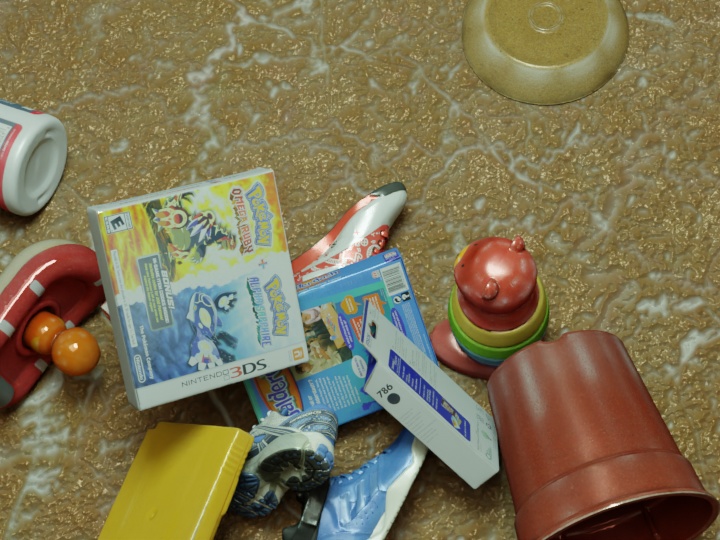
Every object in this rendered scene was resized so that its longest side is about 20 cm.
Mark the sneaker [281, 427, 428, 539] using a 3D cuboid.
[{"bbox_3d":[-0.008,0.217,1.401,0.111,0.077,0.200,27,78,5],"label":"sneaker"}]

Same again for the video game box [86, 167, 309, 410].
[{"bbox_3d":[-0.154,0.017,1.333,0.182,0.047,0.201,-16,104,-24],"label":"video game box"}]

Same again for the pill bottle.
[{"bbox_3d":[-0.451,-0.148,1.572,0.199,0.120,0.120,20,70,13],"label":"pill bottle"}]

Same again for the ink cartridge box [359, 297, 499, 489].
[{"bbox_3d":[0.059,0.123,1.376,0.039,0.100,0.200,-40,105,20],"label":"ink cartridge box"}]

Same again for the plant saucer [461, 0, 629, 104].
[{"bbox_3d":[0.218,-0.291,1.620,0.199,0.035,0.201,-2,67,4],"label":"plant saucer"}]

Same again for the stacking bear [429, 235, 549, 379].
[{"bbox_3d":[0.138,0.030,1.401,0.114,0.200,0.122,34,74,17],"label":"stacking bear"}]

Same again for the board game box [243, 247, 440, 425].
[{"bbox_3d":[-0.029,0.082,1.431,0.199,0.045,0.153,-19,105,-2],"label":"board game box"}]

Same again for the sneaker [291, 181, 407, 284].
[{"bbox_3d":[0.000,0.001,1.501,0.201,0.067,0.108,-40,72,-9],"label":"sneaker"}]

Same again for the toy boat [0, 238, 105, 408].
[{"bbox_3d":[-0.331,0.067,1.460,0.130,0.131,0.200,27,72,21],"label":"toy boat"}]

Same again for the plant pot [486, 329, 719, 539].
[{"bbox_3d":[0.222,0.178,1.348,0.200,0.201,0.196,-16,58,-2],"label":"plant pot"}]

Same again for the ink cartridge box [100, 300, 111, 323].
[{"bbox_3d":[-0.211,0.026,1.433,0.050,0.200,0.109,40,75,18],"label":"ink cartridge box"}]

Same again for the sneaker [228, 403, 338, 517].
[{"bbox_3d":[-0.090,0.189,1.393,0.200,0.077,0.085,-24,32,40],"label":"sneaker"}]

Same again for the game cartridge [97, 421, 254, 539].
[{"bbox_3d":[-0.197,0.250,1.373,0.176,0.032,0.200,-4,57,52],"label":"game cartridge"}]
